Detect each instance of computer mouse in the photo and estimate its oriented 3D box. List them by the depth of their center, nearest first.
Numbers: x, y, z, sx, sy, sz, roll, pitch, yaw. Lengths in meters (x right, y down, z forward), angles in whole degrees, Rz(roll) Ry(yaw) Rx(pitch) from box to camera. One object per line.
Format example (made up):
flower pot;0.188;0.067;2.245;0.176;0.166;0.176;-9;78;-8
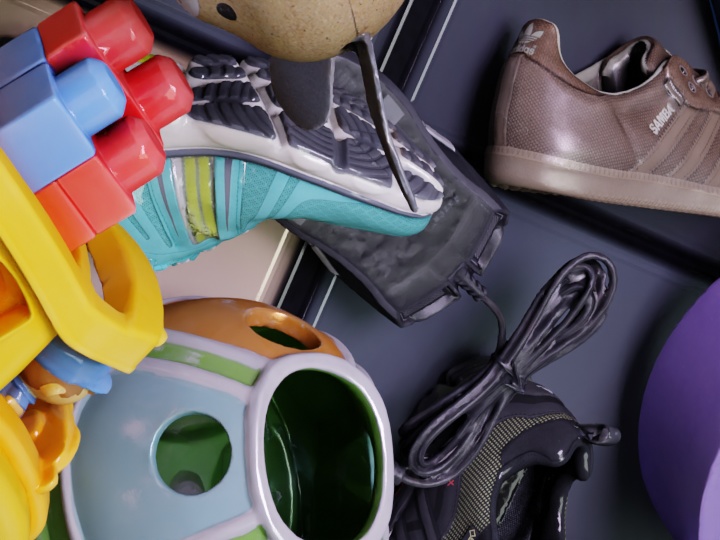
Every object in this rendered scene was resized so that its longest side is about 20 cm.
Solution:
computer mouse;0.000;0.000;0.986;0.200;0.046;0.141;37;95;-27

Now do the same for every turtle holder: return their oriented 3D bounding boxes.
turtle holder;-0.057;0.098;0.901;0.141;0.131;0.187;35;58;-29

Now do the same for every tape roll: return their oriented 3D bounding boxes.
tape roll;0.235;0.082;1.090;0.198;0.085;0.202;-7;119;-12

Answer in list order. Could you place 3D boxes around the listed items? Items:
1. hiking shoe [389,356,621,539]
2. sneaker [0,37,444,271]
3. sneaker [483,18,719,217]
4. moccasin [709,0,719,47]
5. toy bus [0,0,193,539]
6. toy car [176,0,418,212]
hiking shoe;0.040;0.141;1.034;0.075;0.100;0.201;20;95;-36
sneaker;-0.068;-0.038;0.895;0.198;0.078;0.080;8;117;-7
sneaker;0.142;-0.064;1.047;0.199;0.070;0.076;5;94;-39
moccasin;0.190;-0.149;1.046;0.080;0.068;0.201;-37;122;-17
toy bus;-0.134;-0.001;0.813;0.191;0.136;0.201;-29;125;1
toy car;-0.042;-0.110;0.741;0.157;0.164;0.201;-31;123;-9
